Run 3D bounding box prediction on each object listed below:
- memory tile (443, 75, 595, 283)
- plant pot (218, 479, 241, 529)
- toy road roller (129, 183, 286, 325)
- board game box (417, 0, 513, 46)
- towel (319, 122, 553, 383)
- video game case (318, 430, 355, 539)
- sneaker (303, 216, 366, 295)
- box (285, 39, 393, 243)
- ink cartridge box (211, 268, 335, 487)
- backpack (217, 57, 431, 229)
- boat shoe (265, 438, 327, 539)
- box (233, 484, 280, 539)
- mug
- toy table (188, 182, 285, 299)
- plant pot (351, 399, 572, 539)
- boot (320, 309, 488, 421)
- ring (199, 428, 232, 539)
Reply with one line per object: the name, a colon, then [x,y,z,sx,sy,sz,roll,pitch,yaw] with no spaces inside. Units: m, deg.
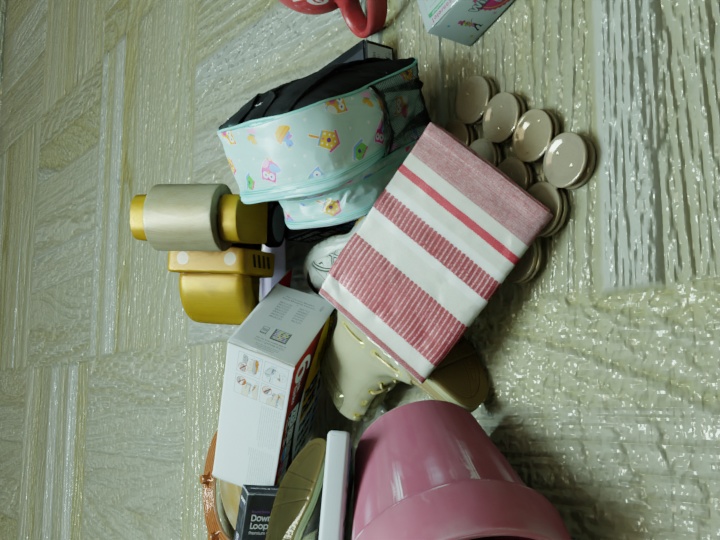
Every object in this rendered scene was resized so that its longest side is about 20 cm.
memory tile: [0.135,-0.094,0.831,0.200,0.017,0.155,48,123,47]
plant pot: [-0.139,0.263,1.156,0.199,0.027,0.204,-12,75,54]
toy road roller: [-0.162,-0.013,0.946,0.121,0.200,0.149,1,87,14]
board game box: [0.110,-0.360,0.867,0.147,0.064,0.203,-40,53,46]
towel: [0.065,-0.016,0.796,0.144,0.023,0.201,40,104,16]
video game case: [-0.022,0.265,0.796,0.183,0.022,0.203,82,-169,-71]
sneaker: [0.000,0.000,0.958,0.200,0.075,0.089,-36,61,49]
box: [-0.029,-0.151,1.045,0.199,0.049,0.202,-15,72,53]
ink cartridge box: [-0.092,0.128,0.995,0.083,0.176,0.202,18,123,11]
backpack: [-0.037,-0.126,0.860,0.174,0.199,0.156,-2,105,40]
boat shoe: [-0.060,0.281,0.895,0.073,0.064,0.202,-10,55,57]
box: [-0.079,0.345,0.959,0.036,0.141,0.203,-159,78,-67]
mug: [-0.017,-0.376,0.967,0.135,0.176,0.200,-62,14,-8]
toy table: [-0.169,-0.043,1.132,0.201,0.115,0.186,-108,24,-46]
plant pot: [0.072,0.222,0.743,0.202,0.197,0.180,-62,25,27]
boot: [0.037,0.111,0.892,0.200,0.072,0.157,40,133,26]
ring: [-0.177,0.305,1.164,0.199,0.019,0.204,-11,76,54]
